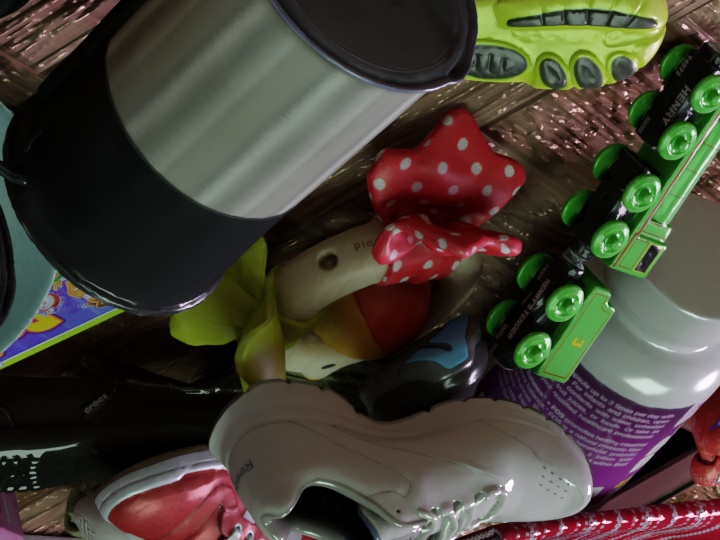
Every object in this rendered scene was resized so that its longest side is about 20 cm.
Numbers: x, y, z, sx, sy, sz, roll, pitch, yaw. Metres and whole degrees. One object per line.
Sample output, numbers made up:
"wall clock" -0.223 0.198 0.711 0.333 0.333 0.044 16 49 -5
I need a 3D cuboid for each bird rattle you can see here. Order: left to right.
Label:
"bird rattle" 0.000 0.000 1.499 0.200 0.113 0.163 -35 160 6

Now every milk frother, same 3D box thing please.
"milk frother" -0.085 -0.062 1.172 0.180 0.200 0.188 34 133 -18

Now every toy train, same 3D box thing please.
"toy train" 0.134 -0.028 1.471 0.056 0.042 0.200 18 113 -43

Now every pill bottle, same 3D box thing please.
"pill bottle" 0.137 0.046 1.591 0.112 0.113 0.200 1 147 -28

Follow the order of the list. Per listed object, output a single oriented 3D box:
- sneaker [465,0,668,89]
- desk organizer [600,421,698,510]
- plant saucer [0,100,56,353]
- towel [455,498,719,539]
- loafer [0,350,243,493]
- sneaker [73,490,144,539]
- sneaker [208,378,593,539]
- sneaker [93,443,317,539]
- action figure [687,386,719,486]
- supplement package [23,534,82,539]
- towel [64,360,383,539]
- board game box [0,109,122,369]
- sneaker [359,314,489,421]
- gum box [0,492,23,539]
"sneaker" 0.034 -0.126 1.281 0.199 0.084 0.074 8 128 -5
"desk organizer" 0.171 0.086 1.723 0.200 0.072 0.077 -33 145 27
"plant saucer" -0.232 -0.030 1.303 0.200 0.039 0.202 -1 126 -1
"towel" 0.113 0.161 1.663 0.199 0.023 0.144 -2 163 -39
"loafer" -0.128 0.072 1.541 0.199 0.072 0.073 0 154 -18
"sneaker" -0.090 0.149 1.635 0.105 0.076 0.200 -32 158 -1
"sneaker" 0.024 0.111 1.442 0.199 0.087 0.075 3 129 -19
"sneaker" -0.058 0.160 1.536 0.071 0.113 0.200 -29 156 26
"action figure" 0.220 0.037 1.599 0.051 0.066 0.201 7 122 -22
"supplement package" -0.222 0.258 1.769 0.117 0.118 0.200 6 144 -36
"towel" -0.063 0.105 1.671 0.148 0.037 0.200 14 137 -44
"board game box" -0.189 -0.004 1.409 0.199 0.045 0.134 -25 150 15
"sneaker" 0.040 0.086 1.544 0.073 0.082 0.200 -31 168 -20
"gum box" -0.299 0.144 1.584 0.200 0.066 0.113 -27 150 19
